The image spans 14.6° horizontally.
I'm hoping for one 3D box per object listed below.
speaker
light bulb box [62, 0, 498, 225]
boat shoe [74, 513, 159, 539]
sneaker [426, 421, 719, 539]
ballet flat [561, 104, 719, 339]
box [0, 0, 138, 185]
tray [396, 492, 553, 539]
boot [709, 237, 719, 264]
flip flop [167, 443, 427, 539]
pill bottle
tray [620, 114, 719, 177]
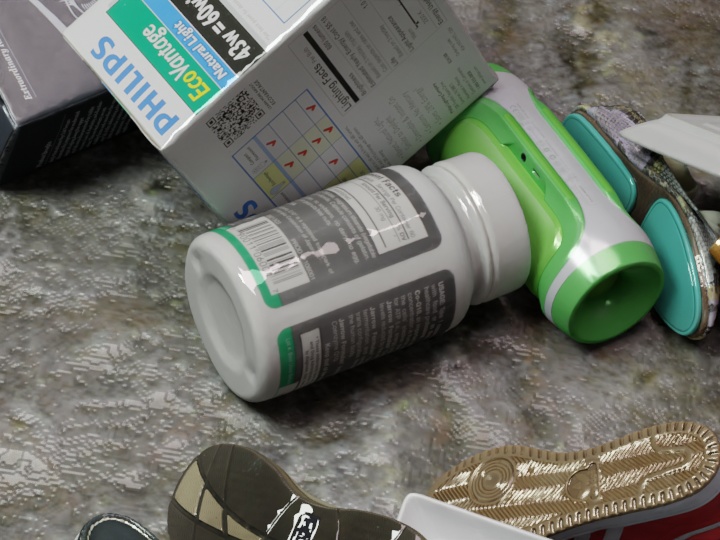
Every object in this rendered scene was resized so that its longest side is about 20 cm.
[{"bbox_3d":[0.117,-0.047,1.845,0.088,0.089,0.200,-19,53,-21],"label":"speaker"},{"bbox_3d":[-0.048,-0.136,1.793,0.200,0.198,0.125,-41,58,-1],"label":"light bulb box"},{"bbox_3d":[-0.106,0.205,1.614,0.076,0.060,0.200,-24,54,-24],"label":"boat shoe"},{"bbox_3d":[0.144,0.151,1.689,0.200,0.112,0.071,-12,56,28],"label":"sneaker"},{"bbox_3d":[0.204,-0.039,1.860,0.072,0.072,0.200,-16,53,-18],"label":"ballet flat"},{"bbox_3d":[-0.187,-0.169,1.886,0.200,0.104,0.148,-23,77,-23],"label":"box"},{"bbox_3d":[0.103,0.211,1.630,0.200,0.022,0.108,19,83,12],"label":"tray"},{"bbox_3d":[0.276,0.034,1.775,0.144,0.071,0.201,38,42,3],"label":"boot"},{"bbox_3d":[-0.033,0.162,1.656,0.200,0.058,0.081,16,72,33],"label":"flip flop"},{"bbox_3d":[0.000,0.000,1.774,0.200,0.113,0.113,-20,52,-22],"label":"pill bottle"},{"bbox_3d":[0.278,-0.081,1.855,0.200,0.022,0.107,0,16,-38],"label":"tray"}]
